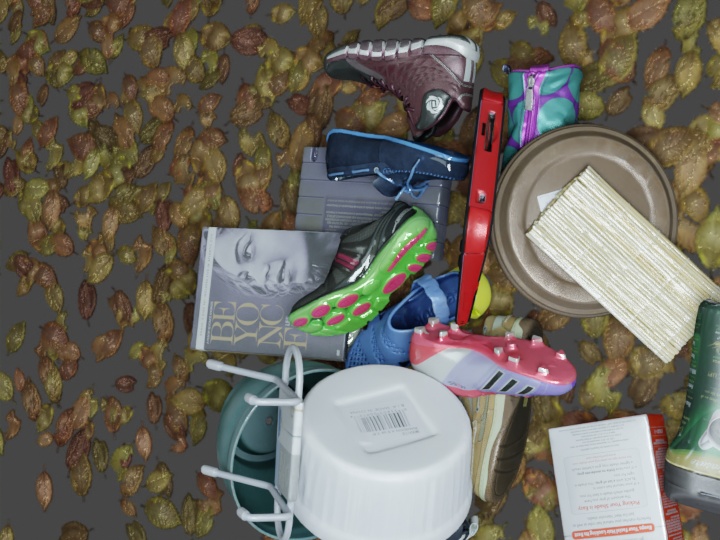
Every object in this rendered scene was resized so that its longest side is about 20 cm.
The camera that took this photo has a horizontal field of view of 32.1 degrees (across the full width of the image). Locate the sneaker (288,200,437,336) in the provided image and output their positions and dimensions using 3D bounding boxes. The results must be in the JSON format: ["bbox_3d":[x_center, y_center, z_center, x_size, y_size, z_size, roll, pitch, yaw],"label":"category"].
[{"bbox_3d":[0.000,0.000,1.421,0.199,0.077,0.084,-39,44,7],"label":"sneaker"}]

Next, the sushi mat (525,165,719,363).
[{"bbox_3d":[0.270,-0.006,1.265,0.200,0.012,0.096,42,93,-1],"label":"sushi mat"}]

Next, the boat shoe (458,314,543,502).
[{"bbox_3d":[0.143,0.147,1.359,0.075,0.072,0.202,9,78,30],"label":"boat shoe"}]

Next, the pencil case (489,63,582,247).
[{"bbox_3d":[0.188,-0.120,1.343,0.084,0.092,0.203,5,89,31],"label":"pencil case"}]

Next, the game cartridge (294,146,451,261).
[{"bbox_3d":[0.014,-0.078,1.479,0.198,0.038,0.131,6,92,31],"label":"game cartridge"}]

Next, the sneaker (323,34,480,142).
[{"bbox_3d":[0.043,-0.206,1.451,0.198,0.075,0.117,0,88,30],"label":"sneaker"}]

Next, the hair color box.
[{"bbox_3d":[0.266,0.254,1.275,0.110,0.064,0.202,-13,78,29],"label":"hair color box"}]

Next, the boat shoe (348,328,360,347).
[{"bbox_3d":[-0.090,0.061,1.513,0.198,0.062,0.076,3,80,20],"label":"boat shoe"}]

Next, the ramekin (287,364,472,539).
[{"bbox_3d":[0.022,0.187,1.287,0.199,0.200,0.099,28,130,30],"label":"ramekin"}]

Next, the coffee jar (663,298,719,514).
[{"bbox_3d":[0.360,0.135,1.211,0.103,0.085,0.202,13,92,8],"label":"coffee jar"}]

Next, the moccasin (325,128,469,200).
[{"bbox_3d":[0.042,-0.115,1.413,0.199,0.080,0.069,15,96,46],"label":"moccasin"}]

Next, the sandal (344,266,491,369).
[{"bbox_3d":[0.051,0.061,1.412,0.200,0.087,0.080,-43,67,22],"label":"sandal"}]

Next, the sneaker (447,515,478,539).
[{"bbox_3d":[0.045,0.244,1.356,0.199,0.080,0.129,45,112,-8],"label":"sneaker"}]

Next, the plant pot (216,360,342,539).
[{"bbox_3d":[-0.084,0.189,1.435,0.134,0.199,0.202,27,100,56],"label":"plant pot"}]

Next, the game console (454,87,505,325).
[{"bbox_3d":[0.119,-0.069,1.303,0.031,0.178,0.202,9,58,2],"label":"game console"}]

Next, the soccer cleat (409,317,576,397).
[{"bbox_3d":[0.137,0.105,1.307,0.198,0.067,0.077,13,118,34],"label":"soccer cleat"}]

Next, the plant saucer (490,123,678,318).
[{"bbox_3d":[0.232,-0.051,1.287,0.197,0.029,0.203,0,90,0],"label":"plant saucer"}]

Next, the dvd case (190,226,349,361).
[{"bbox_3d":[-0.104,0.026,1.482,0.198,0.016,0.151,3,82,19],"label":"dvd case"}]

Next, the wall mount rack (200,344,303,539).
[{"bbox_3d":[-0.109,0.169,1.269,0.174,0.074,0.203,-157,70,-71],"label":"wall mount rack"}]
